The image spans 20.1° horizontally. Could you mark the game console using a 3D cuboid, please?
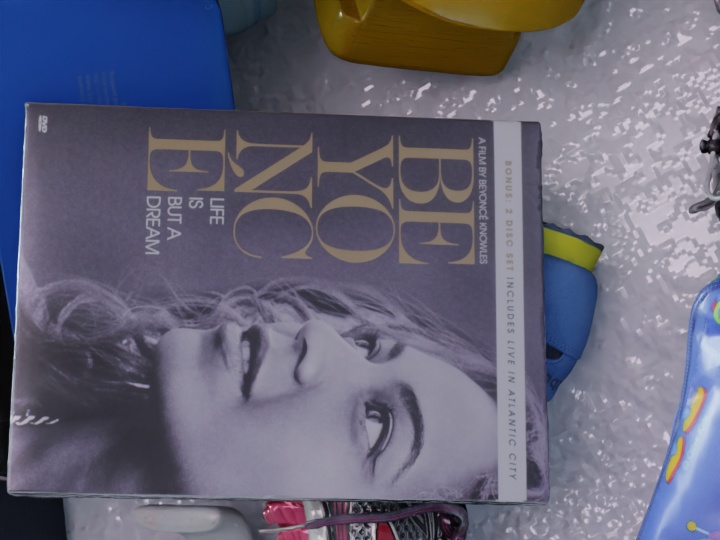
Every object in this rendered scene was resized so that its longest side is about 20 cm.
[{"bbox_3d":[-0.142,-0.028,0.842,0.170,0.118,0.201,-11,104,-16],"label":"game console"}]

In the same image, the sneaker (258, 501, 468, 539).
[{"bbox_3d":[0.013,0.116,0.786,0.074,0.081,0.201,-21,89,8],"label":"sneaker"}]

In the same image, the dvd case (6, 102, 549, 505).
[{"bbox_3d":[-0.029,0.012,0.763,0.199,0.016,0.149,2,76,-6],"label":"dvd case"}]

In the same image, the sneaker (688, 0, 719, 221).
[{"bbox_3d":[0.159,-0.050,0.781,0.082,0.075,0.201,-20,73,14],"label":"sneaker"}]

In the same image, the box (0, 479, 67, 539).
[{"bbox_3d":[-0.225,0.202,0.855,0.199,0.117,0.197,-15,74,19],"label":"box"}]

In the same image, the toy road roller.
[{"bbox_3d":[0.031,-0.172,0.832,0.146,0.122,0.200,117,147,-40],"label":"toy road roller"}]

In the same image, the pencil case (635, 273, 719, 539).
[{"bbox_3d":[0.137,0.092,0.731,0.087,0.078,0.201,15,103,-5],"label":"pencil case"}]

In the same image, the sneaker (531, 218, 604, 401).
[{"bbox_3d":[0.000,0.000,0.839,0.199,0.066,0.079,17,89,23],"label":"sneaker"}]

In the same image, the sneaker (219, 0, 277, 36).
[{"bbox_3d":[-0.069,-0.199,0.880,0.074,0.082,0.201,31,126,55],"label":"sneaker"}]

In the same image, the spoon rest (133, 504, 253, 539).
[{"bbox_3d":[-0.059,0.193,0.834,0.099,0.061,0.201,0,92,22],"label":"spoon rest"}]
